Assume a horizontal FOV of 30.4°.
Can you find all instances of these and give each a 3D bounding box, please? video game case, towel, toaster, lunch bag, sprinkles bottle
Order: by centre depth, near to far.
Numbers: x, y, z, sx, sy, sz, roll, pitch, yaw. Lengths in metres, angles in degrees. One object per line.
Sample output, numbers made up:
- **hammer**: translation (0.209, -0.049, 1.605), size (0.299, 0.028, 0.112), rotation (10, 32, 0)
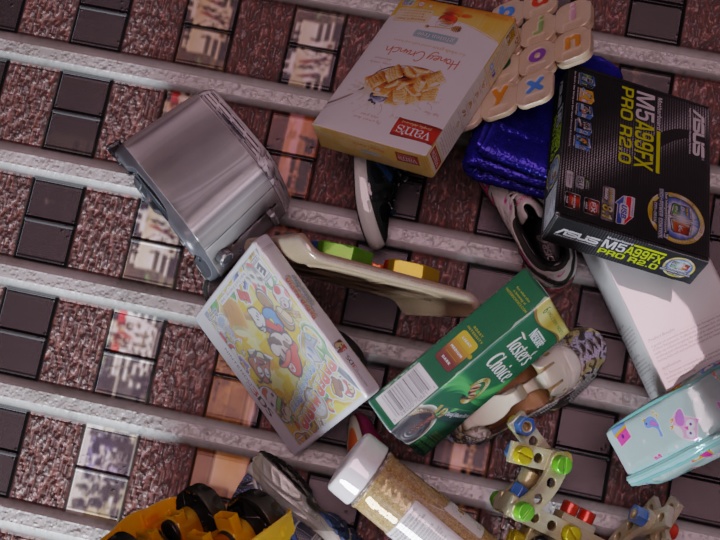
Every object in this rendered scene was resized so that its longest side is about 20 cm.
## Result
- **lunch bag**: translation (0.345, 0.139, 1.284), size (0.198, 0.160, 0.078), rotation (-14, 70, -35)
- **sprinkles bottle**: translation (0.063, 0.246, 1.287), size (0.199, 0.068, 0.069), rotation (39, 82, 0)
- **video game case**: translation (-0.079, 0.080, 1.317), size (0.023, 0.200, 0.183), rotation (-34, 84, -33)
- **towel**: translation (0.195, -0.163, 1.389), size (0.145, 0.050, 0.202), rotation (15, 52, 7)
- **toaster**: translation (-0.166, -0.099, 1.402), size (0.129, 0.114, 0.200), rotation (-37, 61, -8)

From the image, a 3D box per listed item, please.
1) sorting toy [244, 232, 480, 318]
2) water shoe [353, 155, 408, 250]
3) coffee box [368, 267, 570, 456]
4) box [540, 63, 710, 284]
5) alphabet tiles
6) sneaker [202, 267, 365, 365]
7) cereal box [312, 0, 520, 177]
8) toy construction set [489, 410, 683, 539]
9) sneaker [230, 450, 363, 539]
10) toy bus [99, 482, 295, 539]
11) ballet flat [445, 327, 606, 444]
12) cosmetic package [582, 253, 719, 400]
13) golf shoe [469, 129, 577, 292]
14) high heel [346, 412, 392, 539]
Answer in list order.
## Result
- **sorting toy**: translation (0.000, 0.000, 1.306), size (0.198, 0.185, 0.037), rotation (20, 82, -22)
- **water shoe**: translation (0.032, -0.124, 1.419), size (0.078, 0.072, 0.203), rotation (-3, 78, 5)
- **coffee box**: translation (0.109, 0.092, 1.285), size (0.199, 0.123, 0.044), rotation (-40, 64, 1)
- **box**: translation (0.265, -0.099, 1.312), size (0.158, 0.044, 0.202), rotation (16, 55, -6)
- **alphabet tiles**: translation (0.152, -0.221, 1.394), size (0.198, 0.015, 0.197), rotation (-18, 40, 25)
- **sneaker**: translation (-0.081, 0.052, 1.387), size (0.198, 0.079, 0.076), rotation (30, 83, 11)
- **cereal box**: translation (0.059, -0.195, 1.371), size (0.142, 0.040, 0.201), rotation (17, 60, 30)
- **toy construction set**: translation (0.215, 0.238, 1.317), size (0.198, 0.092, 0.133), rotation (25, 82, -2)
- **sneaker**: translation (-0.056, 0.281, 1.348), size (0.200, 0.077, 0.085), rotation (44, 94, 18)
- **toy bus**: translation (-0.146, 0.324, 1.305), size (0.135, 0.198, 0.195), rotation (-30, 110, -43)
- **ballet flat**: translation (0.171, 0.122, 1.362), size (0.198, 0.072, 0.073), rotation (-28, 78, -3)
- **cosmetic package**: translation (0.310, 0.019, 1.367), size (0.106, 0.085, 0.202), rotation (-22, 77, -3)
- **golf shoe**: translation (0.175, -0.078, 1.393), size (0.072, 0.092, 0.202), rotation (-27, 76, 0)
- **high heel**: translation (0.050, 0.237, 1.361), size (0.095, 0.067, 0.203), rotation (-10, 75, -24)
